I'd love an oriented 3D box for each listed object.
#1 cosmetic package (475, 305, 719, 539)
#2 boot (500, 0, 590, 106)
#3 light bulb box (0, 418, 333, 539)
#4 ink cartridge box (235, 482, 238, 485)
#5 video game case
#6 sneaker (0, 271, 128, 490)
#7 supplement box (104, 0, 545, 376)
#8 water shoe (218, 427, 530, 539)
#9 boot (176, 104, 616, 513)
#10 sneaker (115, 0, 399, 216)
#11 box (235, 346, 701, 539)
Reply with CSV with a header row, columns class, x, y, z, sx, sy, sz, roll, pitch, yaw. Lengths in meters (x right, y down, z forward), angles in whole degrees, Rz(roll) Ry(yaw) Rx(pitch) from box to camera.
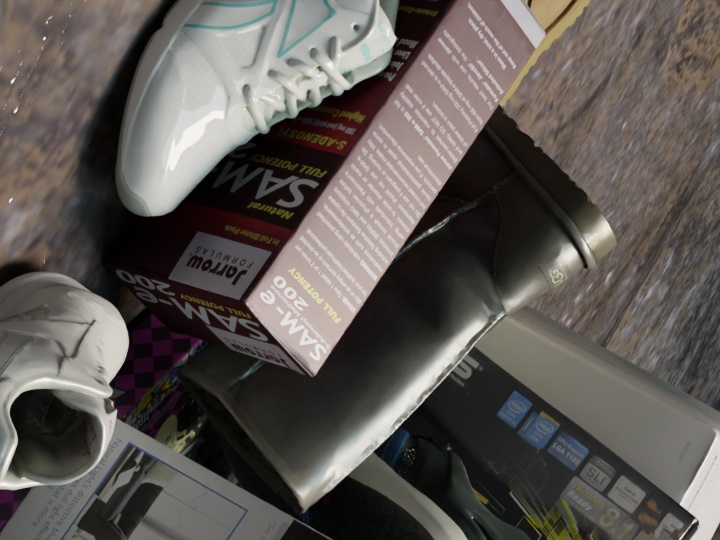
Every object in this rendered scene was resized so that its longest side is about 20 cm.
class,x,y,z,sx,sy,sz,roll,pitch,yaw
cosmetic package,0.102,0.096,1.344,0.123,0.199,0.200,-62,164,2
boot,0.080,-0.191,1.255,0.200,0.066,0.176,81,31,-57
light bulb box,-0.060,0.190,1.090,0.125,0.199,0.198,-56,162,-20
ink cartridge box,-0.080,0.200,1.309,0.200,0.075,0.165,-49,171,-8
video game case,-0.143,0.129,1.161,0.200,0.036,0.182,-45,157,-45
sneaker,-0.133,0.054,0.954,0.075,0.099,0.200,-67,164,13
supplement box,-0.016,-0.057,1.092,0.061,0.109,0.200,47,68,-38
water shoe,0.002,0.101,1.153,0.079,0.200,0.072,3,122,-42
boot,-0.001,-0.002,1.133,0.200,0.182,0.073,-40,139,-4
sneaker,-0.033,-0.101,1.036,0.201,0.080,0.070,-55,165,-15
box,0.046,0.130,1.208,0.161,0.200,0.049,-51,173,-3
